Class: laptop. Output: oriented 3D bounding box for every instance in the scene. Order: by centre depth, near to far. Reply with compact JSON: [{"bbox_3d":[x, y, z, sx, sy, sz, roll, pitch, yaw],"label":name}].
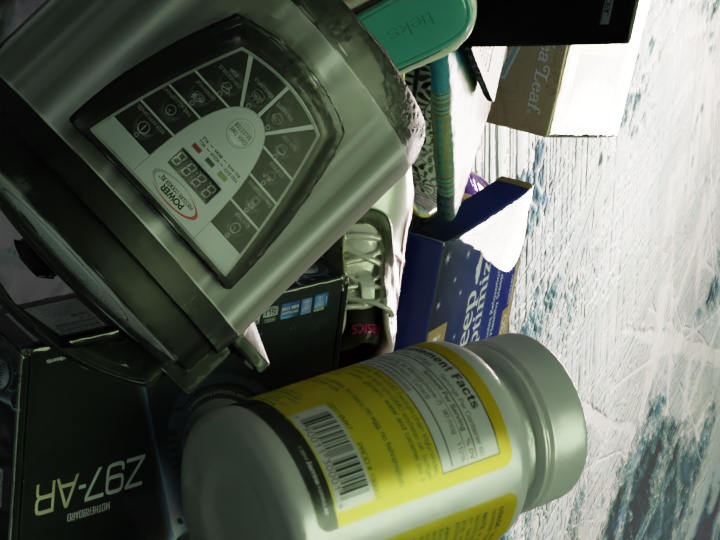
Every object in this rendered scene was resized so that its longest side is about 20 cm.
[{"bbox_3d":[0.126,-0.196,1.143,0.200,0.102,0.179,45,58,-76],"label":"laptop"}]

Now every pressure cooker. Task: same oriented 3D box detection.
[{"bbox_3d":[-0.089,-0.052,0.916,0.200,0.176,0.179,-43,149,-6],"label":"pressure cooker"}]

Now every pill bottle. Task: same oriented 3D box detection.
[{"bbox_3d":[0.016,0.103,1.047,0.199,0.114,0.115,-15,124,-34],"label":"pill bottle"}]

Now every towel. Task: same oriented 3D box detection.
[{"bbox_3d":[0.064,-0.144,1.207,0.201,0.022,0.148,85,21,-55],"label":"towel"}]

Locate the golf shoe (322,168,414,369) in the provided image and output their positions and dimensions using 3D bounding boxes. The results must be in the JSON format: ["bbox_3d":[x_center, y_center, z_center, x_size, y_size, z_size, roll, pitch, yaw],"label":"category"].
[{"bbox_3d":[0.000,0.000,1.138,0.088,0.076,0.202,-134,-133,-65],"label":"golf shoe"}]

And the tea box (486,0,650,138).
[{"bbox_3d":[0.127,-0.207,1.456,0.196,0.133,0.202,-8,112,-69],"label":"tea box"}]

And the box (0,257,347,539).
[{"bbox_3d":[-0.106,0.082,1.053,0.199,0.043,0.162,-12,122,-36],"label":"box"}]

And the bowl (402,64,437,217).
[{"bbox_3d":[0.011,-0.139,1.246,0.201,0.093,0.203,8,90,-75],"label":"bowl"}]

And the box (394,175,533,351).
[{"bbox_3d":[0.058,0.019,1.300,0.200,0.032,0.122,-30,133,-60],"label":"box"}]

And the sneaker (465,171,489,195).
[{"bbox_3d":[0.052,0.013,1.542,0.083,0.080,0.202,40,59,-50],"label":"sneaker"}]

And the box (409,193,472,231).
[{"bbox_3d":[0.030,-0.006,1.399,0.200,0.101,0.114,4,102,-69],"label":"box"}]

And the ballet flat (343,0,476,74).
[{"bbox_3d":[-0.034,-0.113,1.062,0.069,0.199,0.070,157,-90,-86],"label":"ballet flat"}]
